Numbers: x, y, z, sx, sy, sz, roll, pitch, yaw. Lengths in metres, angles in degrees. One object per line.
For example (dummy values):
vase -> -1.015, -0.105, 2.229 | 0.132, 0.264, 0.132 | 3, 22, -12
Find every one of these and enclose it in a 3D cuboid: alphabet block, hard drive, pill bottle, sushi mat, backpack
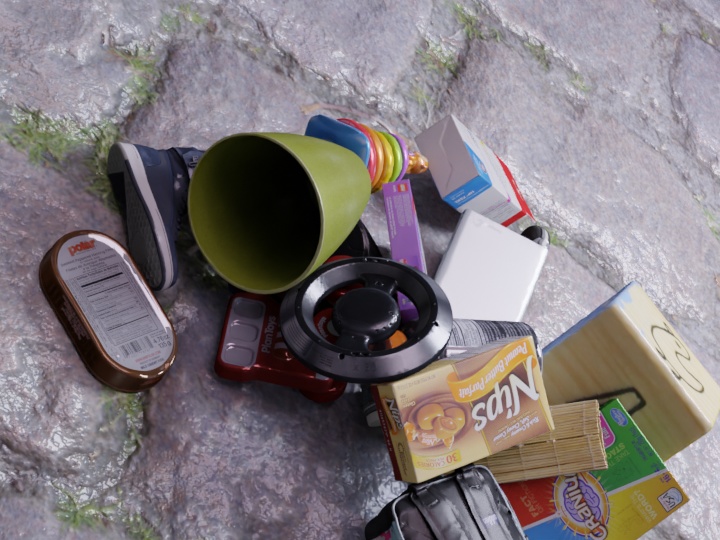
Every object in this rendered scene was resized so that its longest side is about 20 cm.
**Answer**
alphabet block -> 0.332, 0.159, 1.780 | 0.200, 0.196, 0.195 | 52, 22, 5
hard drive -> 0.164, 0.028, 1.845 | 0.132, 0.026, 0.200 | 27, 64, -4
pill bottle -> 0.111, 0.111, 1.652 | 0.200, 0.106, 0.106 | 3, 57, -23
sushi mat -> 0.194, 0.212, 1.647 | 0.012, 0.199, 0.096 | 61, 24, -53
backpack -> 0.110, 0.344, 1.541 | 0.177, 0.151, 0.200 | -15, 62, -38

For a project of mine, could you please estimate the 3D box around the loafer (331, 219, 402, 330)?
loafer -> 0.000, 0.000, 1.777 | 0.072, 0.073, 0.200 | 24, 44, -63

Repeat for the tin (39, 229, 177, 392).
tin -> -0.283, 0.043, 1.541 | 0.112, 0.042, 0.200 | -20, 73, -49

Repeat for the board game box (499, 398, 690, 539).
board game box -> 0.273, 0.275, 1.654 | 0.200, 0.040, 0.153 | -36, 84, -4

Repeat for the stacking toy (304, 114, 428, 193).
stacking toy -> 0.022, -0.145, 1.805 | 0.200, 0.110, 0.116 | -4, 24, -46

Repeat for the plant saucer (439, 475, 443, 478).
plant saucer -> 0.167, 0.260, 1.728 | 0.201, 0.039, 0.201 | 20, 49, -25

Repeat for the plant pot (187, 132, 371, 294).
plant pot -> -0.074, -0.086, 1.633 | 0.187, 0.187, 0.200 | 54, 32, 7

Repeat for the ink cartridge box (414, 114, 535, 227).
ink cartridge box -> 0.167, -0.127, 1.947 | 0.200, 0.067, 0.116 | 32, 30, -54

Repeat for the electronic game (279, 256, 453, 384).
electronic game -> 0.006, 0.054, 1.559 | 0.199, 0.042, 0.200 | 1, 42, -1

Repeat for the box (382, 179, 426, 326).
box -> 0.065, 0.003, 1.753 | 0.039, 0.137, 0.200 | -9, 55, 4

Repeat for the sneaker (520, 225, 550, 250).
sneaker -> 0.194, -0.020, 1.928 | 0.115, 0.075, 0.200 | 36, 45, -8

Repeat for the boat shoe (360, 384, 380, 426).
boat shoe -> 0.083, 0.145, 1.723 | 0.200, 0.073, 0.062 | -11, 71, -36

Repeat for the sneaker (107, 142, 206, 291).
sneaker -> -0.212, -0.068, 1.645 | 0.146, 0.077, 0.203 | 0, 59, -34

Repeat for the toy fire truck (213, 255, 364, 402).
toy fire truck -> -0.083, 0.057, 1.644 | 0.168, 0.112, 0.200 | 13, 49, -7

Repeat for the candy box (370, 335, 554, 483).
candy box -> 0.119, 0.156, 1.556 | 0.200, 0.055, 0.116 | -16, 95, -30

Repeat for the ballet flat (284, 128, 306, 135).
ballet flat -> -0.063, -0.161, 1.832 | 0.200, 0.062, 0.067 | 11, 19, -37
